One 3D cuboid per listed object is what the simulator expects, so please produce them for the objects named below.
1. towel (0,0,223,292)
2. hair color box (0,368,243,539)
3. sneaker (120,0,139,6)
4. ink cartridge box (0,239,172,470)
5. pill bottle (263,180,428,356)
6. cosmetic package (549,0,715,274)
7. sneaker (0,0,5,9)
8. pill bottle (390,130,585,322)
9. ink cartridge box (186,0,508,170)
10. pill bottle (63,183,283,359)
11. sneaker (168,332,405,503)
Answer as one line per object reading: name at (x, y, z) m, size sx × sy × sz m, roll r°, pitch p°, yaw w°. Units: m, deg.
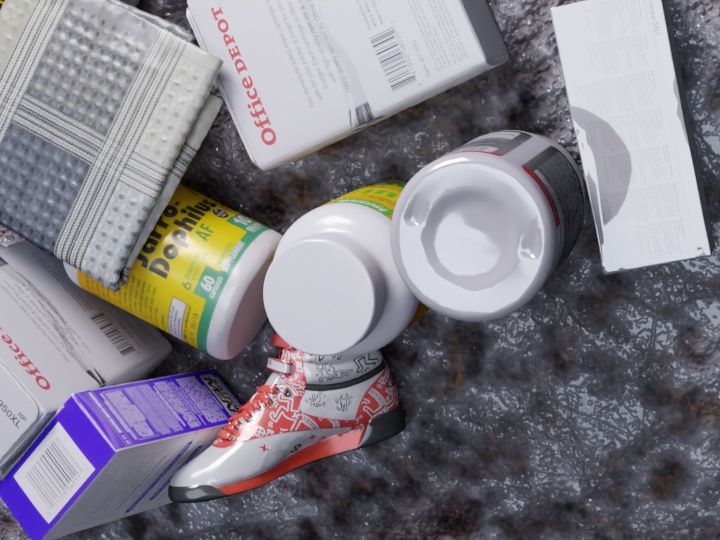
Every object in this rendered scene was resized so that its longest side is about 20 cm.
towel at (-0.217, -0.115, 1.162) m, size 0.192 × 0.035 × 0.201 m, roll 29°, pitch 96°, yaw 15°
hair color box at (-0.184, 0.144, 1.205) m, size 0.109 × 0.200 × 0.065 m, roll -48°, pitch 71°, yaw 19°
sneaker at (-0.252, -0.291, 1.210) m, size 0.074 × 0.080 × 0.200 m, roll -41°, pitch 85°, yaw 22°
ink cartridge box at (-0.266, 0.060, 1.213) m, size 0.145 × 0.200 × 0.084 m, roll 47°, pitch 113°, yaw 7°
pill bottle at (0.000, 0.000, 1.121) m, size 0.110 × 0.200 × 0.112 m, roll 3°, pitch 102°, yaw 17°
cosmetic package at (0.203, -0.105, 1.116) m, size 0.082 × 0.051 × 0.201 m, roll -9°, pitch 98°, yaw 21°
sneaker at (-0.234, -0.183, 1.218) m, size 0.200 × 0.070 × 0.090 m, roll 34°, pitch 128°, yaw 3°
pill bottle at (0.099, -0.039, 1.082) m, size 0.113 × 0.200 × 0.115 m, roll 3°, pitch 102°, yaw 17°
ink cartridge box at (-0.010, -0.183, 1.149) m, size 0.199 × 0.086 × 0.147 m, roll -23°, pitch 93°, yaw 22°
pill bottle at (-0.167, -0.019, 1.217) m, size 0.199 × 0.113 × 0.113 m, roll 27°, pitch 107°, yaw 12°
sneaker at (-0.070, 0.106, 1.202) m, size 0.200 × 0.067 × 0.109 m, roll -18°, pitch 96°, yaw -12°
